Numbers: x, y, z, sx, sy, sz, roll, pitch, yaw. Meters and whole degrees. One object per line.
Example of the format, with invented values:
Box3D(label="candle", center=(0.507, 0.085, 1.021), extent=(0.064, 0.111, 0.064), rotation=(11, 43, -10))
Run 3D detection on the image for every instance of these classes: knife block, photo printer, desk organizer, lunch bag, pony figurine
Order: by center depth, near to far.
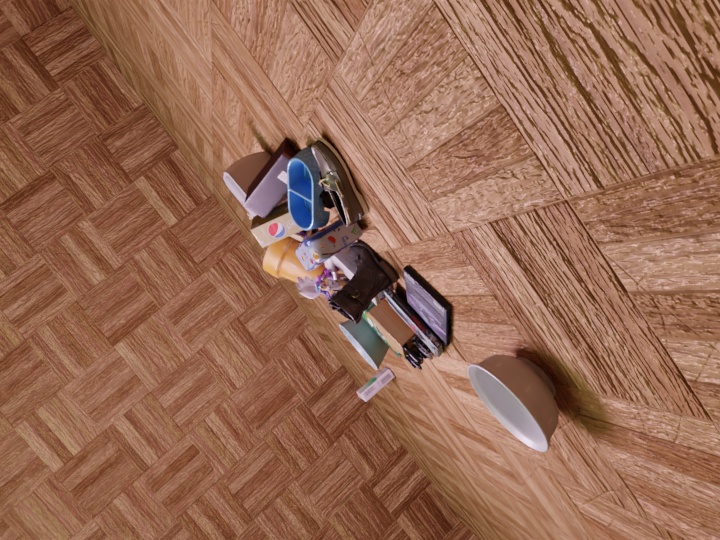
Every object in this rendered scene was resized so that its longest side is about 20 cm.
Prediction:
Box3D(label="lunch bag", center=(-0.078, -0.072, 1.412), extent=(0.077, 0.158, 0.199), rotation=(58, 163, -5))
Box3D(label="desk organizer", center=(-0.223, -0.237, 1.463), extent=(0.071, 0.200, 0.078), rotation=(29, -142, -25))
Box3D(label="knife block", center=(0.121, 0.184, 1.604), extent=(0.202, 0.064, 0.175), rotation=(55, 166, -12))
Box3D(label="photo printer", center=(-0.287, -0.248, 1.633), extent=(0.201, 0.165, 0.070), rotation=(48, 149, 13))
Box3D(label="pony figurine", center=(-0.079, 0.027, 1.656), extent=(0.197, 0.170, 0.192), rotation=(16, -166, -41))

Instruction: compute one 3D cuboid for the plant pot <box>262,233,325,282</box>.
Box3D(label="plant pot", center=(-0.184, -0.040, 1.815), extent=(0.181, 0.202, 0.201), rotation=(32, 163, 9))

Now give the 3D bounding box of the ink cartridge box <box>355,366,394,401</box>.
Box3D(label="ink cartridge box", center=(0.047, 0.470, 2.382), extent=(0.051, 0.160, 0.200), rotation=(53, 167, -8))

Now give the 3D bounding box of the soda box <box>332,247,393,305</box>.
Box3D(label="soda box", center=(0.000, 0.000, 1.528), extent=(0.199, 0.063, 0.069), rotation=(42, 165, 33))

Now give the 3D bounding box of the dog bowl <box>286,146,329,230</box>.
Box3D(label="dog bowl", center=(-0.126, -0.185, 1.330), extent=(0.110, 0.049, 0.204), rotation=(31, 134, 32))

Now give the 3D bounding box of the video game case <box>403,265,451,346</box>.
Box3D(label="video game case", center=(0.158, 0.087, 1.323), extent=(0.143, 0.019, 0.201), rotation=(45, 166, 27))

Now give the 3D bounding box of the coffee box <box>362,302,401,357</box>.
Box3D(label="coffee box", center=(0.071, 0.176, 1.788), extent=(0.200, 0.044, 0.124), rotation=(46, 166, 24))

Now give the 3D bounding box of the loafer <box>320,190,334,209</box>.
Box3D(label="loafer", center=(-0.119, -0.188, 1.419), extent=(0.199, 0.071, 0.074), rotation=(32, 157, 55))

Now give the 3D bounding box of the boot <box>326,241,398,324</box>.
Box3D(label="boot", center=(-0.017, 0.028, 1.416), extent=(0.199, 0.173, 0.070), rotation=(37, 162, 43))

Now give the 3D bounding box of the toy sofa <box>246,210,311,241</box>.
Box3D(label="toy sofa", center=(-0.233, -0.160, 1.683), extent=(0.196, 0.085, 0.098), rotation=(24, 170, -5))

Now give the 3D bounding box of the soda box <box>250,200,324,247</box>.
Box3D(label="soda box", center=(-0.195, -0.140, 1.525), extent=(0.068, 0.196, 0.065), rotation=(58, -162, -35))

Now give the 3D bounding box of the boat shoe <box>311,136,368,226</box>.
Box3D(label="boat shoe", center=(-0.053, -0.188, 1.220), extent=(0.204, 0.060, 0.072), rotation=(59, 164, -27))

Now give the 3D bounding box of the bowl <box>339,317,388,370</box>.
Box3D(label="bowl", center=(0.028, 0.227, 1.922), extent=(0.202, 0.104, 0.201), rotation=(49, 170, 11))

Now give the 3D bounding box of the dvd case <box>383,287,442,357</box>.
Box3D(label="dvd case", center=(0.138, 0.135, 1.462), extent=(0.200, 0.022, 0.146), rotation=(46, 175, 17))

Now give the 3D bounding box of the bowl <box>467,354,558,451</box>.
Box3D(label="bowl", center=(0.300, 0.228, 1.058), extent=(0.202, 0.090, 0.202), rotation=(48, 167, 15))
